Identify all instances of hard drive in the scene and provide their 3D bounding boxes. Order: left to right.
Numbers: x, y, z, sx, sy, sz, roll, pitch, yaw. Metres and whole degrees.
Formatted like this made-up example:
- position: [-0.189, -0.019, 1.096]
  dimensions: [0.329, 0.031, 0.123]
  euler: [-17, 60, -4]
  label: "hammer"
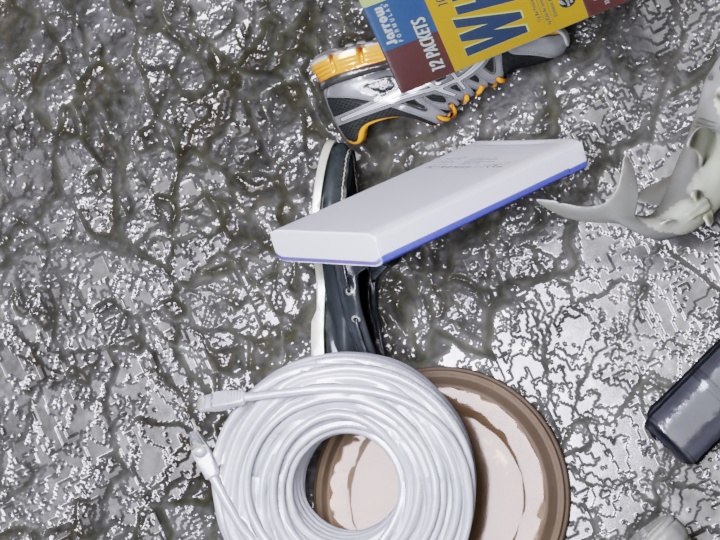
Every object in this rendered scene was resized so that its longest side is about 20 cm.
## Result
- position: [0.050, -0.052, 1.593]
  dimensions: [0.200, 0.132, 0.025]
  euler: [-25, 106, -32]
  label: "hard drive"

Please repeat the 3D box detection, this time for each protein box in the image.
- position: [0.081, -0.273, 1.614]
  dimensions: [0.199, 0.135, 0.199]
  euler: [-22, 44, 6]
  label: "protein box"

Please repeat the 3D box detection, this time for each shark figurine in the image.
- position: [0.226, -0.059, 1.629]
  dimensions: [0.089, 0.214, 0.129]
  euler: [-4, 116, 45]
  label: "shark figurine"

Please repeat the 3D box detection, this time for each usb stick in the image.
- position: [0.297, 0.062, 1.636]
  dimensions: [0.200, 0.033, 0.055]
  euler: [-45, 78, 1]
  label: "usb stick"

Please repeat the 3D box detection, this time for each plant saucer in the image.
- position: [0.060, 0.173, 1.663]
  dimensions: [0.199, 0.029, 0.201]
  euler: [-1, 84, 8]
  label: "plant saucer"

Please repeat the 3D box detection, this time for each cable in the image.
- position: [-0.011, 0.160, 1.617]
  dimensions: [0.199, 0.069, 0.201]
  euler: [-17, 91, 8]
  label: "cable"

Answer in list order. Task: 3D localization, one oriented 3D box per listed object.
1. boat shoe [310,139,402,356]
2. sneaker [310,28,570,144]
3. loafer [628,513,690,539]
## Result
- position: [-0.001, 0.000, 1.667]
  dimensions: [0.066, 0.074, 0.200]
  euler: [0, 86, 14]
  label: "boat shoe"
- position: [0.065, -0.152, 1.683]
  dimensions: [0.199, 0.078, 0.078]
  euler: [-11, 98, 9]
  label: "sneaker"
- position: [0.187, 0.272, 1.614]
  dimensions: [0.070, 0.070, 0.200]
  euler: [35, 95, 4]
  label: "loafer"
